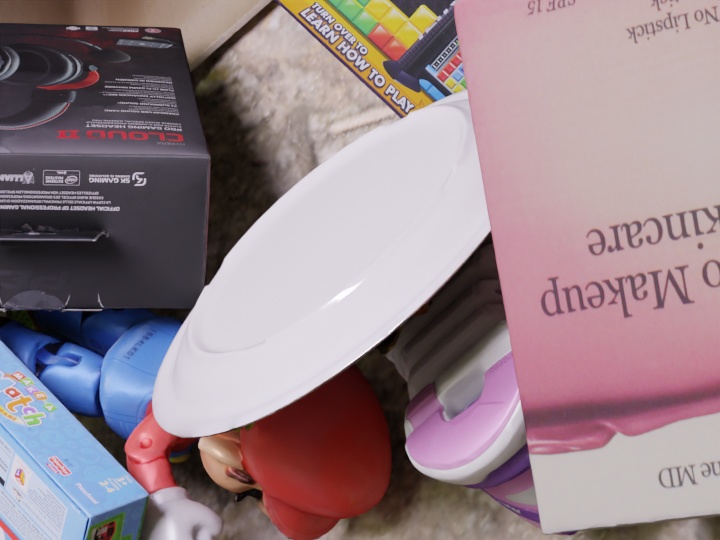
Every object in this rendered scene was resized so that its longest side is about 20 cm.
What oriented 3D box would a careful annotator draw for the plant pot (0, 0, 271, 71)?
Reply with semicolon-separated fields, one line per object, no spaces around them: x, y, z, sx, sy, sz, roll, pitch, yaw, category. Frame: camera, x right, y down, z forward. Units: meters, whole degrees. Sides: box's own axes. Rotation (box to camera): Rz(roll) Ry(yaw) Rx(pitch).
-0.139;-0.222;1.309;0.200;0.200;0.177;-39;38;22;plant pot

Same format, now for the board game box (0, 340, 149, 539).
-0.166;0.132;1.182;0.151;0.037;0.200;42;131;32;board game box

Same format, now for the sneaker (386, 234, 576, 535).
0.062;0.036;1.082;0.080;0.088;0.200;-42;26;20;sneaker

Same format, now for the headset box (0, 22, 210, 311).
-0.146;-0.046;1.197;0.200;0.148;0.075;-107;19;-66;headset box

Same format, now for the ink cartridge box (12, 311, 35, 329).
-0.235;0.037;1.351;0.200;0.076;0.148;-54;46;14;ink cartridge box

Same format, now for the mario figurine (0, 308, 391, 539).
-0.074;0.070;1.176;0.200;0.106;0.124;19;84;31;mario figurine

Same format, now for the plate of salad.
0.000;0.000;1.071;0.200;0.048;0.200;-36;19;14;plate of salad

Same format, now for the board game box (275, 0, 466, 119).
0.017;-0.182;1.156;0.200;0.057;0.165;42;106;4;board game box

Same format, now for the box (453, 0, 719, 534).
0.127;-0.014;0.969;0.128;0.109;0.201;-12;86;40;box

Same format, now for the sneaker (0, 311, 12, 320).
-0.252;0.003;1.261;0.200;0.090;0.067;17;86;46;sneaker
